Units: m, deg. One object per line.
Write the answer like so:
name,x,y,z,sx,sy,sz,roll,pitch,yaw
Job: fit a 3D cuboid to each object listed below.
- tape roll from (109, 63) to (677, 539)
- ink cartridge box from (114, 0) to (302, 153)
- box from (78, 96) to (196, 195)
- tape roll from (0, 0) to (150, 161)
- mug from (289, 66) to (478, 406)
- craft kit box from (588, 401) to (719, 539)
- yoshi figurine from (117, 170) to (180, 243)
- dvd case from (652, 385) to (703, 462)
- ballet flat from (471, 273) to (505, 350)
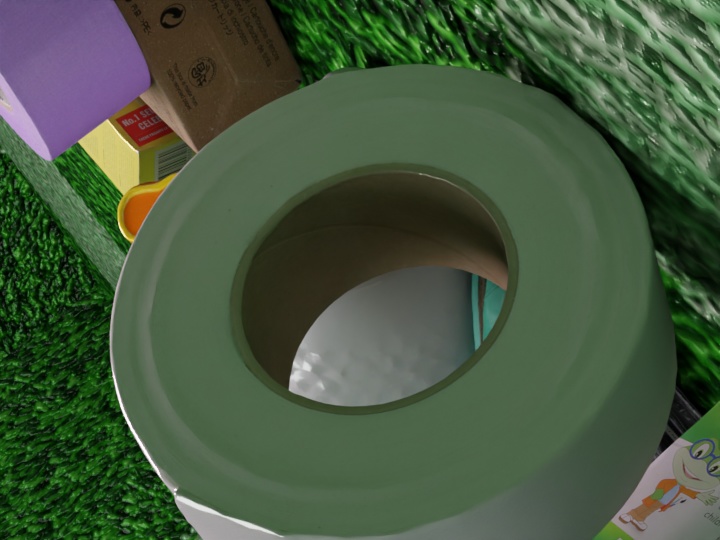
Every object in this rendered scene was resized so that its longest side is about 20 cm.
tape roll,0.012,0.024,0.726,0.202,0.202,0.071,45,168,34
ink cartridge box,-0.128,-0.177,1.016,0.165,0.075,0.200,46,170,36
box,-0.152,-0.124,1.151,0.200,0.075,0.050,49,150,30
tape roll,-0.189,-0.152,0.978,0.200,0.066,0.200,49,171,11
mug,0.000,0.000,0.904,0.175,0.147,0.200,77,-171,-54
craft kit box,0.125,0.138,0.645,0.049,0.197,0.200,53,171,-31
yoshi figurine,-0.064,0.000,1.109,0.112,0.113,0.200,16,-175,24
dvd case,0.128,0.074,0.938,0.149,0.016,0.200,50,171,12
ballet flat,0.082,0.083,0.828,0.070,0.067,0.200,11,111,34
